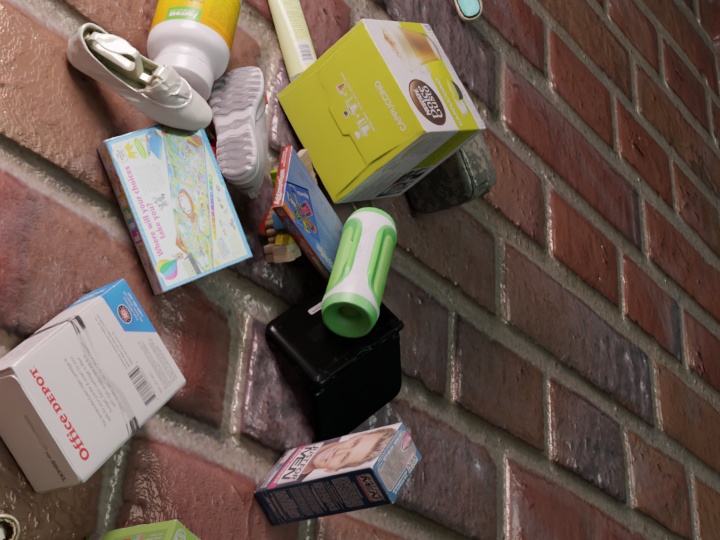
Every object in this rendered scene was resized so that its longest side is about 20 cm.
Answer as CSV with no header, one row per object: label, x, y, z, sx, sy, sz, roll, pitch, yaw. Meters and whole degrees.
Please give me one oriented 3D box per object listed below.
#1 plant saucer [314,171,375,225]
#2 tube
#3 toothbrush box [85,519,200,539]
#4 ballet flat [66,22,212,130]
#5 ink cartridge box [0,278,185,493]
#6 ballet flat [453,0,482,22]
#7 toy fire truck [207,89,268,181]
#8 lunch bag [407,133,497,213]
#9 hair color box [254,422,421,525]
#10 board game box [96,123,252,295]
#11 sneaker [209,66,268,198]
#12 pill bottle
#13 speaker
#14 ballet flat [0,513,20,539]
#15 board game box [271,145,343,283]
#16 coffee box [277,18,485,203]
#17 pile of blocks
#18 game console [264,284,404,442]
plant saucer,-0.033,-0.060,1.758,0.200,0.032,0.201,29,52,-45
tube,-0.112,-0.395,1.788,0.058,0.052,0.201,114,-39,-79
toothbrush box,-0.246,0.370,1.168,0.086,0.145,0.200,50,40,-30
ballet flat,-0.271,-0.240,1.406,0.199,0.069,0.070,30,46,-7
ink cartridge box,-0.306,0.124,1.247,0.146,0.084,0.200,62,36,-13
ballet flat,0.198,-0.597,2.303,0.069,0.069,0.201,-14,89,-56
toy fire truck,-0.201,-0.197,1.569,0.200,0.049,0.142,-1,76,-54
lunch bag,0.156,-0.209,1.992,0.168,0.139,0.201,-29,100,-54
hair color box,-0.030,0.264,1.467,0.061,0.199,0.100,61,36,-15
board game box,-0.234,-0.086,1.441,0.134,0.034,0.201,-23,95,-31
sneaker,-0.161,-0.187,1.536,0.082,0.074,0.201,69,19,-57
pill bottle,-0.226,-0.323,1.535,0.111,0.111,0.201,38,47,-39
speaker,0.000,0.000,1.642,0.089,0.088,0.200,49,36,-30
ballet flat,-0.403,0.280,1.062,0.200,0.062,0.068,-36,104,-54
board game box,-0.072,-0.076,1.617,0.200,0.019,0.103,57,32,-51
coffee box,0.033,-0.244,1.751,0.197,0.200,0.200,-13,72,-56
pile of blocks,-0.116,-0.092,1.623,0.082,0.062,0.201,63,27,-43
game console,-0.036,0.130,1.653,0.176,0.117,0.200,45,45,13
